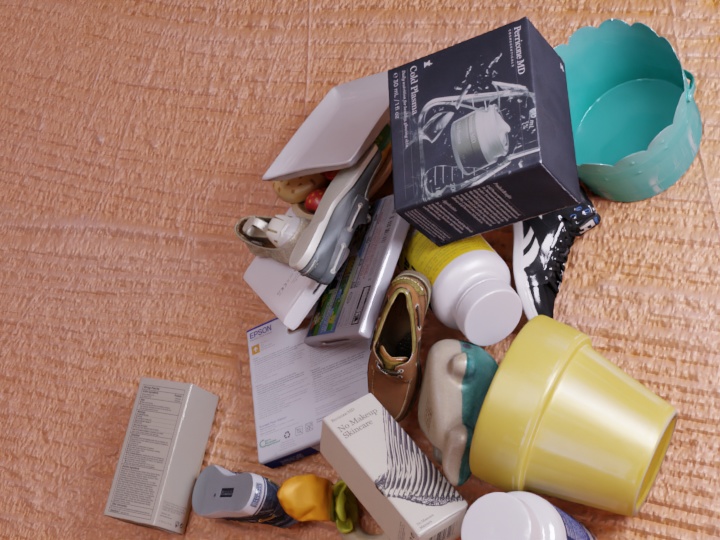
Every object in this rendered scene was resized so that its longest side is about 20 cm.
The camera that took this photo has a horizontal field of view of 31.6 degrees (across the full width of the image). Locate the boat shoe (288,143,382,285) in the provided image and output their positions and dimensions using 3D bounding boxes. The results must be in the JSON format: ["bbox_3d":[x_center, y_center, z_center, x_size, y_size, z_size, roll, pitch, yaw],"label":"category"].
[{"bbox_3d":[-0.020,-0.073,1.670,0.202,0.061,0.073,-59,20,-15],"label":"boat shoe"}]

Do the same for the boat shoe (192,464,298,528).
[{"bbox_3d":[-0.152,0.310,1.705,0.199,0.090,0.072,-9,61,59],"label":"boat shoe"}]

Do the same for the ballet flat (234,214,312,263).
[{"bbox_3d":[-0.117,-0.048,1.763,0.199,0.062,0.068,0,57,57],"label":"ballet flat"}]

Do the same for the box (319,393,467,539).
[{"bbox_3d":[0.037,0.248,1.532,0.081,0.069,0.200,-26,53,-27],"label":"box"}]

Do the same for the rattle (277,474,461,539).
[{"bbox_3d":[0.022,0.294,1.554,0.199,0.143,0.131,27,78,40],"label":"rattle"}]

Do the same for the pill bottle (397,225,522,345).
[{"bbox_3d":[0.123,0.004,1.613,0.111,0.111,0.200,-45,40,7],"label":"pill bottle"}]

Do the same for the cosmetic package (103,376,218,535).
[{"bbox_3d":[-0.281,0.261,1.799,0.102,0.073,0.203,4,71,33],"label":"cosmetic package"}]

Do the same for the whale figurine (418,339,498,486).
[{"bbox_3d":[0.129,0.171,1.531,0.201,0.102,0.161,-98,15,-61],"label":"whale figurine"}]

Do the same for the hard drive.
[{"bbox_3d":[-0.093,-0.008,1.776,0.133,0.027,0.200,-55,28,2],"label":"hard drive"}]

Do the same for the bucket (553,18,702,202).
[{"bbox_3d":[0.322,-0.194,1.582,0.204,0.135,0.210,-12,64,26],"label":"bucket"}]

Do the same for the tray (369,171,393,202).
[{"bbox_3d":[0.009,-0.071,1.787,0.098,0.037,0.201,31,86,38],"label":"tray"}]

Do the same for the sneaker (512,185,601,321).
[{"bbox_3d":[0.250,-0.032,1.596,0.110,0.073,0.203,-14,64,23],"label":"sneaker"}]

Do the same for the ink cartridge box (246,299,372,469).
[{"bbox_3d":[-0.060,0.144,1.732,0.194,0.043,0.203,-23,57,24],"label":"ink cartridge box"}]

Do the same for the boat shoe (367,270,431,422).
[{"bbox_3d":[0.039,0.102,1.566,0.071,0.068,0.203,10,109,14],"label":"boat shoe"}]

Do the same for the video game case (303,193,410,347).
[{"bbox_3d":[0.000,0.000,1.663,0.182,0.022,0.203,-15,53,64],"label":"video game case"}]

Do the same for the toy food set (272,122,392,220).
[{"bbox_3d":[-0.027,-0.153,1.786,0.198,0.049,0.200,-45,34,0],"label":"toy food set"}]

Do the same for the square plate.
[{"bbox_3d":[-0.022,-0.196,1.741,0.199,0.029,0.199,-6,42,50],"label":"square plate"}]

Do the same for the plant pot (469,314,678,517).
[{"bbox_3d":[0.248,0.178,1.439,0.187,0.201,0.203,23,82,22],"label":"plant pot"}]

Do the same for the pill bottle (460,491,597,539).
[{"bbox_3d":[0.187,0.308,1.404,0.110,0.200,0.113,-13,62,26],"label":"pill bottle"}]

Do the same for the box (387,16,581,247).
[{"bbox_3d":[0.145,-0.162,1.525,0.194,0.124,0.203,-16,62,27],"label":"box"}]
